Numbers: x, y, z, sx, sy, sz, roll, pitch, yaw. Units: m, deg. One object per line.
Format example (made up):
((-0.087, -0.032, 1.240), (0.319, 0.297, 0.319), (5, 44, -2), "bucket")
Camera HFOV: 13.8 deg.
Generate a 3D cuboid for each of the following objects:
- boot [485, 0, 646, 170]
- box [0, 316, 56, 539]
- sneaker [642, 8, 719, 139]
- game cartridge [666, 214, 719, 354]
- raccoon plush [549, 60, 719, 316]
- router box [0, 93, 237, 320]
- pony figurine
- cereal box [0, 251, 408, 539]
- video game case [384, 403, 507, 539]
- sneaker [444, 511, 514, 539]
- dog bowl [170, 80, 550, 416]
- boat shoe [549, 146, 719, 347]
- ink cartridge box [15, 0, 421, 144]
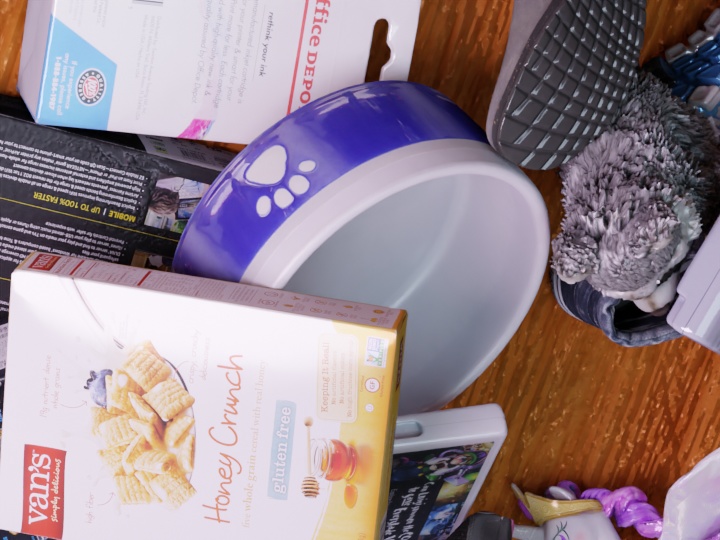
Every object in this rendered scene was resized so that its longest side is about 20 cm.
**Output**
((0.094, -0.150, 1.588), (0.068, 0.130, 0.201), (28, 81, -35), "boot")
((-0.220, 0.132, 1.600), (0.158, 0.046, 0.201), (-22, 133, -9), "box")
((0.216, -0.100, 1.687), (0.200, 0.075, 0.087), (-43, 124, 3), "sneaker")
((0.232, -0.009, 1.629), (0.041, 0.200, 0.134), (27, 91, 21), "game cartridge")
((0.117, -0.068, 1.585), (0.097, 0.134, 0.200), (-42, 80, 22), "raccoon plush")
((-0.170, -0.011, 1.604), (0.199, 0.051, 0.150), (14, 104, -21), "router box")
((0.193, 0.182, 1.711), (0.192, 0.201, 0.167), (-22, 156, -2), "pony figurine")
((-0.082, 0.076, 1.500), (0.199, 0.040, 0.145), (8, 109, 8), "cereal box")
((-0.026, 0.135, 1.643), (0.181, 0.023, 0.200), (-6, 152, -15), "video game case")
((0.012, 0.204, 1.687), (0.086, 0.081, 0.200), (27, 125, -13), "sneaker")
((0.000, 0.000, 1.588), (0.199, 0.079, 0.201), (-25, 142, -21), "dog bowl")
((0.210, -0.019, 1.697), (0.200, 0.091, 0.071), (-30, 113, -6), "boat shoe")
((-0.074, -0.132, 1.585), (0.199, 0.068, 0.116), (5, 107, -19), "ink cartridge box")
